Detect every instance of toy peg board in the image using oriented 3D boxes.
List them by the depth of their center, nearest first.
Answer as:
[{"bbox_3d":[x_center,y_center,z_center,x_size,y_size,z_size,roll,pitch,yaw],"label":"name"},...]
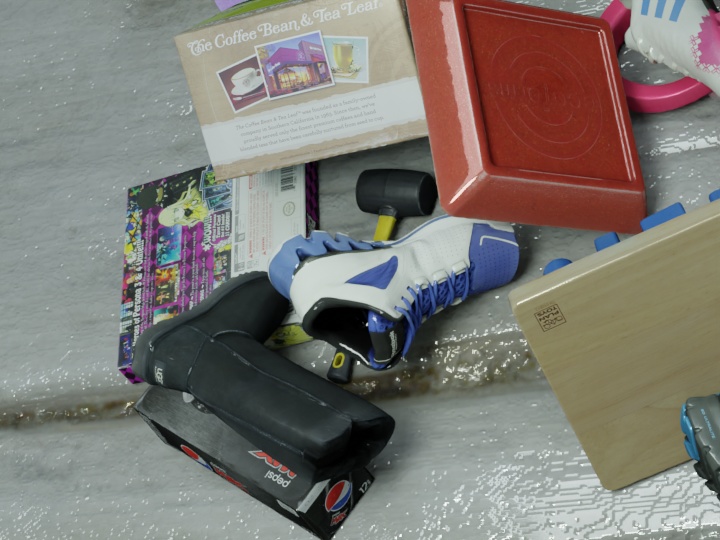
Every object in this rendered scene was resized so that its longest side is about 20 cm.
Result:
[{"bbox_3d":[0.226,0.028,1.334,0.200,0.199,0.098,-24,35,9],"label":"toy peg board"}]

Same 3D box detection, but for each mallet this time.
[{"bbox_3d":[0.000,0.000,1.560,0.066,0.041,0.200,13,68,31],"label":"mallet"}]

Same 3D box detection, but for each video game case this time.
[{"bbox_3d":[-0.124,-0.009,1.624,0.181,0.036,0.200,-15,53,16],"label":"video game case"}]

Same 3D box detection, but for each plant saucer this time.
[{"bbox_3d":[0.141,-0.133,1.461,0.037,0.199,0.201,-37,55,52],"label":"plant saucer"}]

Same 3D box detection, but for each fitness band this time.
[{"bbox_3d":[0.283,-0.213,1.568,0.143,0.037,0.200,31,74,41],"label":"fitness band"}]

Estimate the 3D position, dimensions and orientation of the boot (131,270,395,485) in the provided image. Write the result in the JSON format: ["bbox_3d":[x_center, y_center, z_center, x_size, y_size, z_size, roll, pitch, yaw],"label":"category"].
[{"bbox_3d":[-0.053,0.080,1.436,0.200,0.066,0.165,23,39,34],"label":"boot"}]

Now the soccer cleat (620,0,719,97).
[{"bbox_3d":[0.265,-0.186,1.497,0.086,0.070,0.200,-38,43,21],"label":"soccer cleat"}]

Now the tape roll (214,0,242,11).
[{"bbox_3d":[-0.041,-0.288,1.758,0.199,0.066,0.201,-13,54,18],"label":"tape roll"}]

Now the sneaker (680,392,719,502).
[{"bbox_3d":[0.289,0.166,1.266,0.082,0.073,0.200,-18,65,-1],"label":"sneaker"}]

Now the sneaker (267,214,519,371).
[{"bbox_3d":[0.034,0.025,1.456,0.199,0.081,0.115,-7,43,-12],"label":"sneaker"}]

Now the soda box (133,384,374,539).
[{"bbox_3d":[-0.088,0.138,1.487,0.200,0.063,0.071,27,72,36],"label":"soda box"}]

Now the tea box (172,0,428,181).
[{"bbox_3d":[-0.023,-0.178,1.571,0.199,0.134,0.197,-11,13,20],"label":"tea box"}]
